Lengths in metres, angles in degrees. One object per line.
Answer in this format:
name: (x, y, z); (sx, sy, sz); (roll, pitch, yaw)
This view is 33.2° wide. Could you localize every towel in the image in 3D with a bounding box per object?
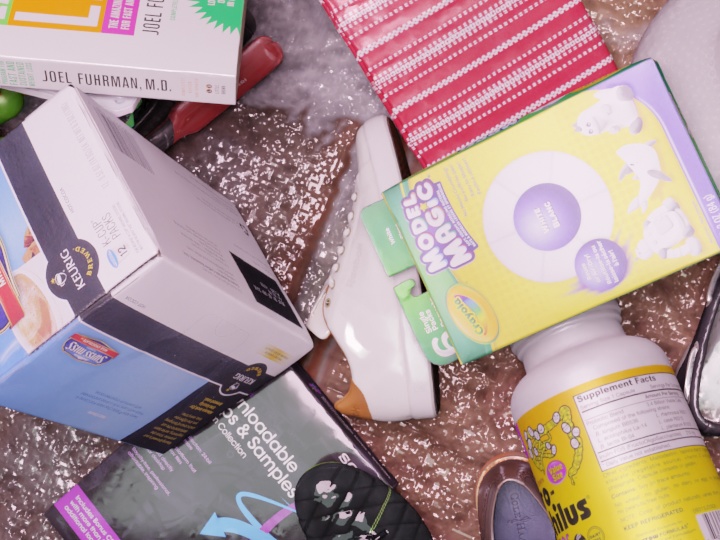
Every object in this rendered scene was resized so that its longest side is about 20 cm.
towel: (0.072, -0.151, 0.781); (0.144, 0.022, 0.200); (-31, 103, 5)

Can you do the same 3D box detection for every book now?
book: (-0.170, -0.162, 0.732); (0.199, 0.048, 0.134); (4, 53, -4)

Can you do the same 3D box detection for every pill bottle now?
pill bottle: (0.155, 0.112, 0.734); (0.104, 0.104, 0.200); (-22, 68, 7)

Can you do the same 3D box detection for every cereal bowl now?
cereal bowl: (0.258, -0.110, 0.720); (0.200, 0.083, 0.201); (-4, 70, 10)

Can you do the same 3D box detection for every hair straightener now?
hair straightener: (-0.147, -0.111, 0.836); (0.200, 0.041, 0.077); (-42, 62, 11)

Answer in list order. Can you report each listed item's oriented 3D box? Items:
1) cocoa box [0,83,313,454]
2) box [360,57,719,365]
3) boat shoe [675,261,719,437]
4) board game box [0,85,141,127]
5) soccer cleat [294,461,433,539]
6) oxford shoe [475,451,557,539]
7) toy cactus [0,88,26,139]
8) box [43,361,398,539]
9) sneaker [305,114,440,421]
cocoa box: (-0.145, 0.010, 0.729); (0.131, 0.200, 0.134); (-36, 63, 8)
box: (0.102, -0.028, 0.702); (0.200, 0.048, 0.118); (-26, 89, 20)
boat shoe: (0.253, 0.011, 0.757); (0.074, 0.060, 0.200); (28, 93, 8)
board game box: (-0.203, -0.183, 0.787); (0.199, 0.026, 0.200); (15, 53, 8)
soccer cleat: (0.030, 0.205, 0.757); (0.067, 0.081, 0.200); (-36, 97, 3)
oxford shoe: (0.114, 0.219, 0.766); (0.071, 0.073, 0.200); (-19, 87, 7)
toy cactus: (-0.290, -0.093, 0.827); (0.165, 0.102, 0.200); (18, 97, 19)
box: (-0.095, 0.154, 0.817); (0.200, 0.036, 0.143); (-41, 84, 3)
sneaker: (0.000, 0.000, 0.787); (0.084, 0.073, 0.201); (-6, 87, 10)
